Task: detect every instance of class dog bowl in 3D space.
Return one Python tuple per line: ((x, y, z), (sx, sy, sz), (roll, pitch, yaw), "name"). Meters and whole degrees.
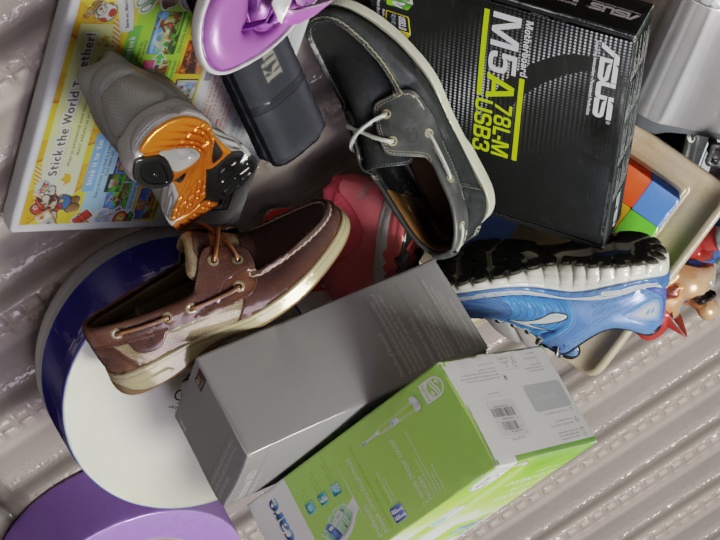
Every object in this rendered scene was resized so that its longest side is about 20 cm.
((-0.135, 0.073, 1.485), (0.199, 0.079, 0.201), (-10, 119, -19), "dog bowl")

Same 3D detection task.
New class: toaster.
((0.240, -0.183, 1.432), (0.113, 0.200, 0.130), (7, 129, -14), "toaster")

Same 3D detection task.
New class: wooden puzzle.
((0.148, -0.040, 1.522), (0.186, 0.200, 0.046), (-55, 180, 18), "wooden puzzle")

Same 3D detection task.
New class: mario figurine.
((0.311, -0.013, 1.723), (0.200, 0.106, 0.123), (-49, 140, 16), "mario figurine")

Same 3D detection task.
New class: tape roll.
((-0.200, 0.248, 1.673), (0.199, 0.066, 0.201), (-18, 138, -17), "tape roll")

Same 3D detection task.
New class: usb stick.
((-0.074, -0.152, 1.337), (0.055, 0.033, 0.200), (-35, 134, -12), "usb stick")

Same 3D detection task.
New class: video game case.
((-0.140, -0.112, 1.383), (0.181, 0.023, 0.201), (-3, 133, -32), "video game case")

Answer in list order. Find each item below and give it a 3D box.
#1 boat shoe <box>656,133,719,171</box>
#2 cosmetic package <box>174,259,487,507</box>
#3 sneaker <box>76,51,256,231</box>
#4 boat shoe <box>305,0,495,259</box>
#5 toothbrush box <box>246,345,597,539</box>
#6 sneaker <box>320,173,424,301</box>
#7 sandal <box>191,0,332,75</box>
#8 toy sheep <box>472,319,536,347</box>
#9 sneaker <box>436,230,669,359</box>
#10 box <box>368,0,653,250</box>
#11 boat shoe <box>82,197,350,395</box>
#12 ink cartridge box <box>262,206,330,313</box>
((0.249, -0.087, 1.640), (0.056, 0.069, 0.201), (-2, 125, -31), "boat shoe")
((-0.023, 0.079, 1.414), (0.199, 0.090, 0.107), (-26, 162, -22), "cosmetic package")
((-0.131, -0.094, 1.339), (0.076, 0.092, 0.200), (-38, 165, -3), "sneaker")
((0.023, -0.100, 1.403), (0.200, 0.072, 0.068), (57, 46, -17), "boat shoe")
((0.044, 0.143, 1.418), (0.200, 0.086, 0.145), (-37, 162, 29), "toothbrush box")
((0.000, 0.000, 1.534), (0.074, 0.086, 0.201), (-54, 161, -42), "sneaker")
((-0.030, -0.200, 1.297), (0.203, 0.050, 0.083), (-44, 135, -24), "sandal")
((0.160, -0.001, 1.619), (0.199, 0.138, 0.138), (-22, 142, 12), "toy sheep")
((0.130, 0.028, 1.482), (0.199, 0.079, 0.090), (-2, 114, 16), "sneaker")
((0.100, -0.124, 1.416), (0.048, 0.192, 0.201), (-55, 158, -40), "box")
((-0.101, 0.003, 1.379), (0.200, 0.072, 0.072), (-32, 121, -1), "boat shoe")
((-0.022, 0.036, 1.590), (0.162, 0.050, 0.200), (-5, 136, -31), "ink cartridge box")
